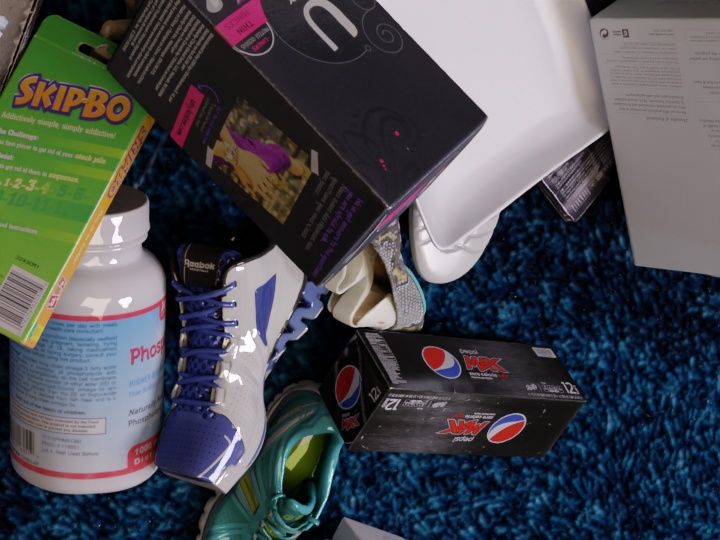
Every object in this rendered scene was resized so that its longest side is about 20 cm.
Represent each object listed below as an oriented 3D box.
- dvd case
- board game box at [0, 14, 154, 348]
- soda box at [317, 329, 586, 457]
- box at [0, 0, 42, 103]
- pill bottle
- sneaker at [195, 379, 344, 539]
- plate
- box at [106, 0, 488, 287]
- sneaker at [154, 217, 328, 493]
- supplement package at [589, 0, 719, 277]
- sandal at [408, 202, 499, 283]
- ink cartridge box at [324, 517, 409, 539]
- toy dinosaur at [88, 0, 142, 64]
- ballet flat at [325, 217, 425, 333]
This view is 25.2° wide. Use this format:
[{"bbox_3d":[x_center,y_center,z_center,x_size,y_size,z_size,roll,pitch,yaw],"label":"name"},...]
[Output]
[{"bbox_3d":[0.147,-0.157,1.199,0.149,0.016,0.200,-49,119,-14],"label":"dvd case"},{"bbox_3d":[-0.208,-0.060,1.043,0.095,0.030,0.201,26,84,9],"label":"board game box"},{"bbox_3d":[0.071,0.095,1.222,0.199,0.064,0.071,7,129,-36],"label":"soda box"},{"bbox_3d":[-0.314,-0.171,1.032,0.199,0.050,0.200,19,103,-25],"label":"box"},{"bbox_3d":[-0.190,0.045,1.121,0.108,0.109,0.202,-3,111,-19],"label":"pill bottle"},{"bbox_3d":[-0.068,0.181,1.230,0.077,0.080,0.201,18,103,-24],"label":"sneaker"},{"bbox_3d":[0.082,-0.148,1.128,0.200,0.032,0.201,-36,114,-25],"label":"plate"},{"bbox_3d":[-0.040,-0.113,1.012,0.200,0.106,0.122,46,49,1],"label":"box"},{"bbox_3d":[-0.102,0.043,1.121,0.115,0.080,0.200,53,53,-46],"label":"sneaker"},{"bbox_3d":[0.284,-0.117,1.179,0.150,0.151,0.201,-36,122,-40],"label":"supplement package"},{"bbox_3d":[0.067,-0.093,1.198,0.082,0.050,0.204,3,95,-33],"label":"sandal"},{"bbox_3d":[0.018,0.278,1.302,0.199,0.068,0.117,24,100,-26],"label":"ink cartridge box"},{"bbox_3d":[-0.145,-0.178,1.096,0.200,0.058,0.101,42,77,-33],"label":"toy dinosaur"},{"bbox_3d":[0.000,0.000,1.159,0.072,0.072,0.201,-27,144,-9],"label":"ballet flat"}]
